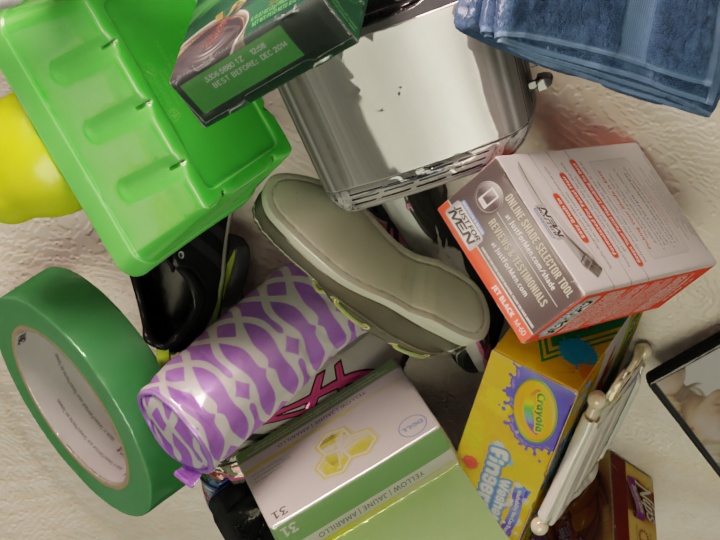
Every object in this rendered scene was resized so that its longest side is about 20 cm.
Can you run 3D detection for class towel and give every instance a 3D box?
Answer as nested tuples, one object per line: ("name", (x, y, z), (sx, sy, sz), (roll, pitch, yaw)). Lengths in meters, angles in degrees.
("towel", (0.160, -0.175, 1.216), (0.199, 0.112, 0.048), (13, 177, -30))

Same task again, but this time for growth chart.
("growth chart", (0.180, 0.121, 1.427), (0.018, 0.200, 0.145), (27, 109, 14))

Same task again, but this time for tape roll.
("tape roll", (-0.206, 0.094, 1.457), (0.200, 0.048, 0.201), (39, 148, 29))

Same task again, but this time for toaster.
("toaster", (0.026, -0.124, 1.272), (0.199, 0.114, 0.130), (-18, 106, 15))

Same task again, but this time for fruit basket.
("fruit basket", (-0.176, -0.100, 1.286), (0.215, 0.155, 0.216), (24, 133, 29))

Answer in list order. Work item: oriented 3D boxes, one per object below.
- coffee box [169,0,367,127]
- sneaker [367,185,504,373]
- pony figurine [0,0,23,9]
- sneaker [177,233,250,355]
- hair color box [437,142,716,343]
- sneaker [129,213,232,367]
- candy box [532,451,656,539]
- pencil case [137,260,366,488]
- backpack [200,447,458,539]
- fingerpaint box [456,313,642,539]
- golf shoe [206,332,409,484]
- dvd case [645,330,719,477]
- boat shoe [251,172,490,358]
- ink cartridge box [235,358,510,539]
("coffee box", (-0.048, -0.182, 1.197), (0.123, 0.200, 0.044), (-26, 120, 26))
("sneaker", (0.040, -0.008, 1.422), (0.086, 0.080, 0.201), (-12, 120, 30))
("pony figurine", (-0.207, -0.252, 1.154), (0.199, 0.166, 0.194), (-13, 99, 28))
("sneaker", (-0.100, 0.052, 1.488), (0.081, 0.074, 0.201), (-4, 131, -16))
("hair color box", (0.152, -0.023, 1.293), (0.064, 0.200, 0.111), (-41, 72, 31))
("sneaker", (-0.131, -0.031, 1.364), (0.071, 0.083, 0.201), (0, 101, 14))
("candy box", (0.160, 0.255, 1.585), (0.056, 0.117, 0.200), (33, 124, -21))
("pencil case", (-0.069, 0.062, 1.376), (0.084, 0.200, 0.086), (34, 150, 35))
("backpack", (-0.011, 0.185, 1.524), (0.199, 0.135, 0.183), (-32, 152, -5))
("fingerpaint box", (0.136, 0.102, 1.424), (0.073, 0.167, 0.201), (27, 131, 14))
("golf shoe", (-0.047, 0.080, 1.447), (0.200, 0.073, 0.092), (-33, 132, -11))
("dvd case", (0.336, 0.115, 1.503), (0.142, 0.018, 0.200), (-31, 121, 16))
("boat shoe", (0.000, 0.002, 1.329), (0.201, 0.072, 0.060), (32, 139, -26))
("ink cartridge box", (0.005, 0.162, 1.352), (0.145, 0.200, 0.048), (-31, 122, -3))
